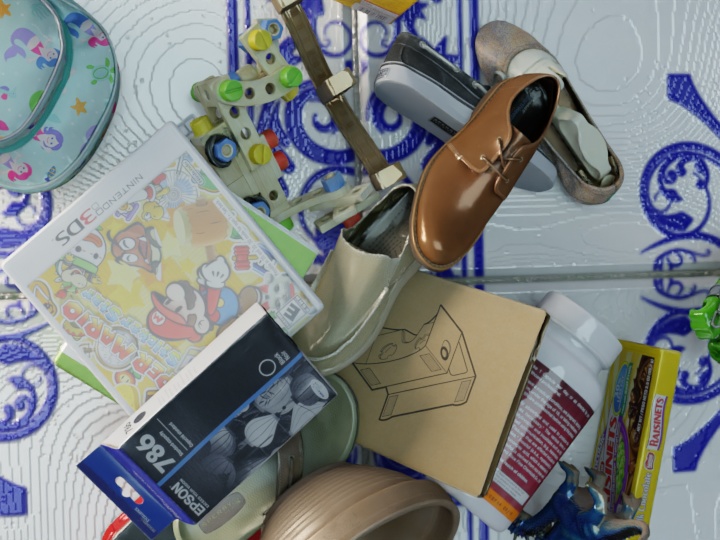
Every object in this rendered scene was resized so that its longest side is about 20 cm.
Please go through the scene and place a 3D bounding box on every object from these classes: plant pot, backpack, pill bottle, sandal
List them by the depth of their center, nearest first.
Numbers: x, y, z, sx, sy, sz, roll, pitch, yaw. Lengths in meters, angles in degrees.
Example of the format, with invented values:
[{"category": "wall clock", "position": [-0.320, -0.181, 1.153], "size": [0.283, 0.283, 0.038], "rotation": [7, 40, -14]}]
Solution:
[{"category": "backpack", "position": [-0.297, -0.160, 0.975], "size": [0.199, 0.150, 0.179], "rotation": [31, 85, -15]}, {"category": "plant pot", "position": [-0.021, 0.231, 1.014], "size": [0.200, 0.201, 0.093], "rotation": [-37, 60, -8]}, {"category": "sandal", "position": [-0.078, 0.172, 1.025], "size": [0.201, 0.057, 0.080], "rotation": [-45, 77, -5]}, {"category": "pill bottle", "position": [0.143, 0.123, 1.076], "size": [0.113, 0.113, 0.201], "rotation": [39, 85, -9]}]

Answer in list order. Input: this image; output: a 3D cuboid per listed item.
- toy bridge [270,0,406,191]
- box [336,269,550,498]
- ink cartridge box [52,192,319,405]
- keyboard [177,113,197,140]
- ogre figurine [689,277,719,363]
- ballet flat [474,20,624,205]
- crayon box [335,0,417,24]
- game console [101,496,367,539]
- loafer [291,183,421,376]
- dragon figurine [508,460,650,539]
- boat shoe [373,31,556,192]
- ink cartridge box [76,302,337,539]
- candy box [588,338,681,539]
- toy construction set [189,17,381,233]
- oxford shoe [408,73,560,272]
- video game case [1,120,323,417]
[{"category": "toy bridge", "position": [-0.023, -0.163, 1.060], "size": [0.027, 0.067, 0.201], "rotation": [-30, 95, -8]}, {"category": "box", "position": [0.049, 0.084, 1.042], "size": [0.198, 0.021, 0.165], "rotation": [19, 87, 31]}, {"category": "ink cartridge box", "position": [-0.148, 0.030, 1.035], "size": [0.147, 0.076, 0.201], "rotation": [33, 87, -10]}, {"category": "keyboard", "position": [-0.208, -0.055, 1.058], "size": [0.200, 0.011, 0.056], "rotation": [-41, 98, -7]}, {"category": "ogre figurine", "position": [0.382, 0.042, 1.124], "size": [0.199, 0.098, 0.121], "rotation": [26, 77, -18]}, {"category": "ballet flat", "position": [0.181, -0.149, 1.098], "size": [0.068, 0.067, 0.201], "rotation": [-40, 98, -7]}, {"category": "crayon box", "position": [-0.040, -0.285, 1.027], "size": [0.198, 0.119, 0.059], "rotation": [22, 88, -11]}, {"category": "game console", "position": [-0.114, 0.244, 1.078], "size": [0.200, 0.031, 0.177], "rotation": [-43, 102, -6]}, {"category": "loafer", "position": [0.000, 0.000, 1.033], "size": [0.075, 0.068, 0.201], "rotation": [33, 84, 35]}, {"category": "dragon figurine", "position": [0.197, 0.233, 1.049], "size": [0.058, 0.200, 0.100], "rotation": [15, 97, -24]}, {"category": "boat shoe", "position": [0.104, -0.144, 1.083], "size": [0.198, 0.073, 0.069], "rotation": [29, 71, -15]}, {"category": "ink cartridge box", "position": [-0.123, 0.129, 0.969], "size": [0.200, 0.039, 0.100], "rotation": [-42, 113, -3]}, {"category": "candy box", "position": [0.246, 0.168, 1.102], "size": [0.026, 0.102, 0.202], "rotation": [11, 89, -10]}, {"category": "toy construction set", "position": [-0.076, -0.110, 1.046], "size": [0.131, 0.092, 0.201], "rotation": [-37, 100, -25]}, {"category": "oxford shoe", "position": [0.104, -0.089, 0.997], "size": [0.071, 0.071, 0.201], "rotation": [35, 72, -16]}, {"category": "video game case", "position": [-0.160, 0.013, 0.982], "size": [0.182, 0.023, 0.200], "rotation": [-40, 99, -4]}]
